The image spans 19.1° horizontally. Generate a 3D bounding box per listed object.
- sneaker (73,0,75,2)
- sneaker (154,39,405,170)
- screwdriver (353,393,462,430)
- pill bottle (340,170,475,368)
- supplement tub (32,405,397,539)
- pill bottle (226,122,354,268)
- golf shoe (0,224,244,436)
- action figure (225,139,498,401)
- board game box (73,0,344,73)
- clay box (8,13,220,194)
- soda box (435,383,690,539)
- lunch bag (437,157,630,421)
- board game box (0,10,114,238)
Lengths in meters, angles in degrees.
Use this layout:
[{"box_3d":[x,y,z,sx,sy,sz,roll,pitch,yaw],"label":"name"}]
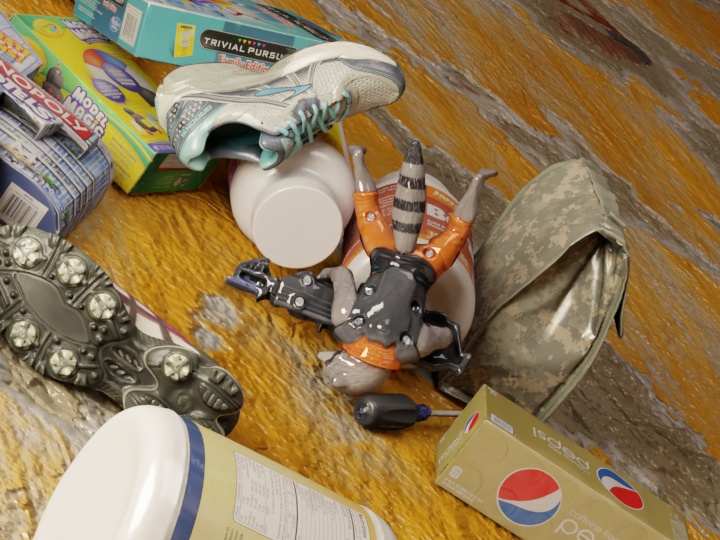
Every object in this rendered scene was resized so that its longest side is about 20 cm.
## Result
[{"box_3d":[-0.239,-0.266,1.951,0.200,0.079,0.095,41,-2,6],"label":"sneaker"},{"box_3d":[-0.058,-0.118,1.687,0.198,0.078,0.087,-11,52,-7],"label":"sneaker"},{"box_3d":[0.061,0.108,1.672,0.199,0.029,0.028,1,41,-51],"label":"screwdriver"},{"box_3d":[0.039,-0.009,1.776,0.112,0.112,0.200,33,21,-12],"label":"pill bottle"},{"box_3d":[-0.065,0.174,1.149,0.199,0.145,0.145,29,21,-24],"label":"supplement tub"},{"box_3d":[-0.059,-0.080,1.778,0.104,0.104,0.200,30,21,-20],"label":"pill bottle"},{"box_3d":[-0.165,0.046,1.392,0.200,0.077,0.088,40,1,-5],"label":"golf shoe"},{"box_3d":[0.000,0.000,1.619,0.198,0.195,0.105,13,-9,-1],"label":"action figure"},{"box_3d":[-0.117,-0.197,1.766,0.199,0.047,0.151,9,15,-30],"label":"board game box"},{"box_3d":[-0.213,-0.145,1.736,0.200,0.048,0.115,45,20,16],"label":"clay box"},{"box_3d":[0.155,0.176,1.637,0.199,0.068,0.064,34,20,-11],"label":"soda box"},{"box_3d":[0.157,0.015,1.799,0.117,0.200,0.164,32,20,-14],"label":"lunch bag"},{"box_3d":[-0.267,-0.118,1.566,0.199,0.062,0.200,37,20,-4],"label":"board game box"}]
